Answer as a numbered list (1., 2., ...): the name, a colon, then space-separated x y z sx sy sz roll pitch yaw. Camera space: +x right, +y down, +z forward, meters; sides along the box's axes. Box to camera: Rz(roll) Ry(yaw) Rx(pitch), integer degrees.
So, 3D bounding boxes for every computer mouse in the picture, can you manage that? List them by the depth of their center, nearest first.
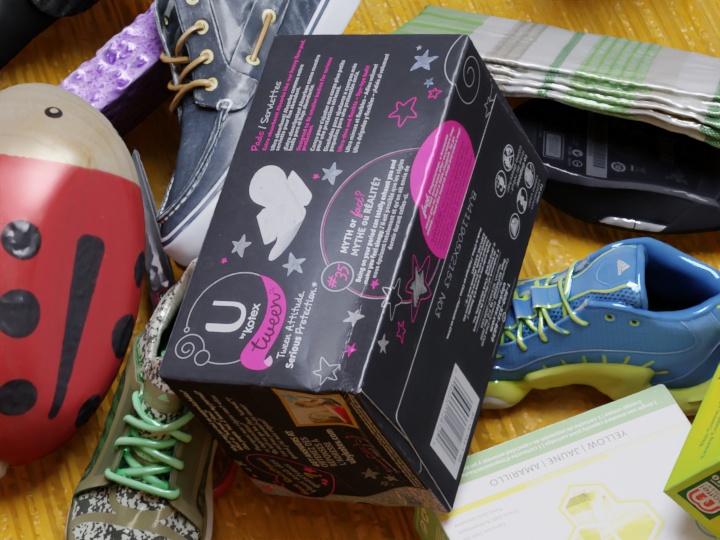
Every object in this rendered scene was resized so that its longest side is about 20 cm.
1. computer mouse: 0.171 -0.026 1.496 0.199 0.046 0.141 8 42 -8

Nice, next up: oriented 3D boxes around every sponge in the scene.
1. sponge: -0.110 -0.121 1.525 0.030 0.112 0.200 44 60 3

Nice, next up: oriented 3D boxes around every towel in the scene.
1. towel: 0.118 -0.109 1.535 0.199 0.031 0.149 11 14 10

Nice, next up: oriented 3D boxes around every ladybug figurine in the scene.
1. ladybug figurine: -0.160 0.007 1.383 0.072 0.135 0.201 6 87 45

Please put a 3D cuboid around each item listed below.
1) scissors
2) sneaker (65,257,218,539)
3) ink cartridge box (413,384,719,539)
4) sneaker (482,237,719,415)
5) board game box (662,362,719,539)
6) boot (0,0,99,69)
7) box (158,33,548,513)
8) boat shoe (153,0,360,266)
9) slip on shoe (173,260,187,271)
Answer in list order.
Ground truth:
1. scissors: -0.094 0.027 1.447 0.073 0.014 0.201 0 63 6
2. sneaker: -0.101 0.076 1.366 0.076 0.089 0.201 12 67 9
3. ink cartridge box: 0.131 0.163 1.347 0.145 0.048 0.200 -19 52 -16
4. sneaker: 0.104 0.017 1.424 0.199 0.105 0.076 3 51 1
5. board game box: 0.232 0.061 1.377 0.101 0.048 0.200 40 50 -12
6. boot: -0.180 -0.161 1.523 0.157 0.080 0.211 -6 34 51
7. box: 0.000 0.000 1.364 0.114 0.132 0.201 4 61 27
8. boat shoe: -0.078 -0.101 1.438 0.091 0.071 0.201 36 58 -16
9. slip on shoe: -0.053 -0.073 1.517 0.061 0.074 0.201 11 57 12
